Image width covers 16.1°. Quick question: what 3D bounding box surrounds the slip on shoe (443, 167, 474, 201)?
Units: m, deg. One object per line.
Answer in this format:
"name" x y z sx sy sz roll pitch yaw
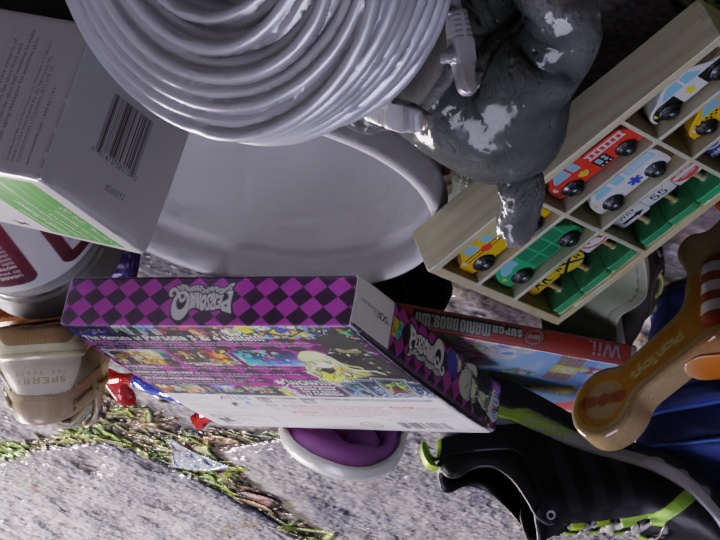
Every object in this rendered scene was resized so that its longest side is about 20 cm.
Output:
"slip on shoe" 0.081 -0.054 1.429 0.074 0.061 0.200 31 167 5

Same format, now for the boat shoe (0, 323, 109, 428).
"boat shoe" -0.189 0.066 1.566 0.072 0.065 0.200 -5 178 -1

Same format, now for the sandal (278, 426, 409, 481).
"sandal" 0.003 0.081 1.652 0.082 0.050 0.203 19 -160 12

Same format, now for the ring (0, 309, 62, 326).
"ring" -0.148 0.023 1.628 0.200 0.019 0.200 -5 178 0

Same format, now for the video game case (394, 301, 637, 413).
"video game case" 0.053 0.055 1.552 0.199 0.017 0.143 10 160 -9

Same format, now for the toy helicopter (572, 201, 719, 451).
"toy helicopter" 0.202 0.035 1.413 0.200 0.132 0.079 -42 133 14

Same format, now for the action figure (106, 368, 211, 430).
"action figure" -0.099 0.071 1.685 0.052 0.065 0.200 46 159 -25

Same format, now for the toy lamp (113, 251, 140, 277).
"toy lamp" -0.239 -0.020 1.611 0.199 0.058 0.058 7 154 4

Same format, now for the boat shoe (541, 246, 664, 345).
"boat shoe" 0.146 -0.005 1.510 0.072 0.061 0.201 28 157 13

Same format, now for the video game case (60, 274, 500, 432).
"video game case" -0.045 0.050 1.491 0.200 0.036 0.181 -1 158 32

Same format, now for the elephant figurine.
"elephant figurine" 0.005 -0.122 1.214 0.199 0.156 0.142 7 146 -15

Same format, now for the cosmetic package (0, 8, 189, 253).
"cosmetic package" -0.197 -0.080 1.256 0.200 0.085 0.108 11 166 31

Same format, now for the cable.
"cable" -0.051 -0.153 1.120 0.200 0.201 0.069 0 -169 32

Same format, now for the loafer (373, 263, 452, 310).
"loafer" 0.000 0.000 1.552 0.073 0.072 0.200 -7 150 30

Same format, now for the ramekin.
"ramekin" -0.047 -0.080 1.366 0.200 0.105 0.200 7 155 3

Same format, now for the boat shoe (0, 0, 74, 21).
"boat shoe" -0.231 -0.156 1.327 0.200 0.060 0.076 21 176 -11

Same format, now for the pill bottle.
"pill bottle" -0.212 -0.058 1.456 0.114 0.114 0.200 1 153 16

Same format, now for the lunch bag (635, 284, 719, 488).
"lunch bag" 0.262 0.085 1.569 0.200 0.133 0.136 -14 146 39

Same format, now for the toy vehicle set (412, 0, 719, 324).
"toy vehicle set" 0.138 -0.052 1.326 0.200 0.027 0.124 -40 145 24

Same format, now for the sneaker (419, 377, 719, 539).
"sneaker" 0.131 0.141 1.542 0.200 0.083 0.072 25 155 4
